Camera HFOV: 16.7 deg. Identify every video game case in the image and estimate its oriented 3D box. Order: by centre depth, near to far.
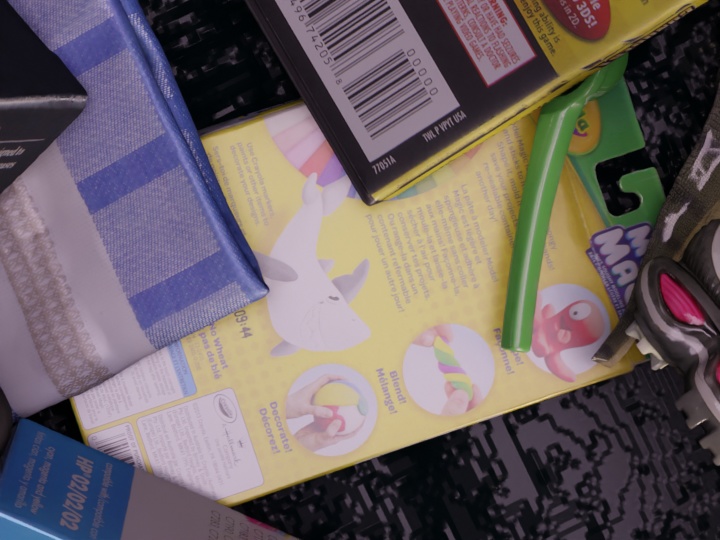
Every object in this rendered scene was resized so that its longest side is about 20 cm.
[{"bbox_3d":[0.025,-0.149,0.720,0.180,0.025,0.200,-32,87,25],"label":"video game case"}]

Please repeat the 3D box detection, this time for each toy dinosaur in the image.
[{"bbox_3d":[0.141,-0.050,0.771,0.088,0.047,0.200,25,89,-31],"label":"toy dinosaur"}]

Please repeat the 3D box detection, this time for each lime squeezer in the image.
[{"bbox_3d":[0.083,-0.071,0.764,0.200,0.038,0.071,-52,134,-20],"label":"lime squeezer"}]

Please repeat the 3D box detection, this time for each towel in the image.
[{"bbox_3d":[-0.142,-0.016,0.761,0.200,0.024,0.147,-25,89,17],"label":"towel"}]

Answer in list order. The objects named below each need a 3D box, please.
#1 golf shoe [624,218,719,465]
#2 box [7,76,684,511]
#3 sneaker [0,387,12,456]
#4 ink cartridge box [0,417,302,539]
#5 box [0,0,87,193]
[{"bbox_3d":[0.158,0.063,0.685,0.088,0.077,0.200,-35,77,11],"label":"golf shoe"},{"bbox_3d":[0.000,0.000,0.786,0.199,0.048,0.118,-18,90,1],"label":"box"},{"bbox_3d":[-0.172,0.093,0.722,0.072,0.083,0.200,34,127,3],"label":"sneaker"},{"bbox_3d":[-0.039,0.143,0.748,0.200,0.068,0.115,24,108,-9],"label":"ink cartridge box"},{"bbox_3d":[-0.208,-0.037,0.710,0.200,0.107,0.149,-43,83,15],"label":"box"}]
